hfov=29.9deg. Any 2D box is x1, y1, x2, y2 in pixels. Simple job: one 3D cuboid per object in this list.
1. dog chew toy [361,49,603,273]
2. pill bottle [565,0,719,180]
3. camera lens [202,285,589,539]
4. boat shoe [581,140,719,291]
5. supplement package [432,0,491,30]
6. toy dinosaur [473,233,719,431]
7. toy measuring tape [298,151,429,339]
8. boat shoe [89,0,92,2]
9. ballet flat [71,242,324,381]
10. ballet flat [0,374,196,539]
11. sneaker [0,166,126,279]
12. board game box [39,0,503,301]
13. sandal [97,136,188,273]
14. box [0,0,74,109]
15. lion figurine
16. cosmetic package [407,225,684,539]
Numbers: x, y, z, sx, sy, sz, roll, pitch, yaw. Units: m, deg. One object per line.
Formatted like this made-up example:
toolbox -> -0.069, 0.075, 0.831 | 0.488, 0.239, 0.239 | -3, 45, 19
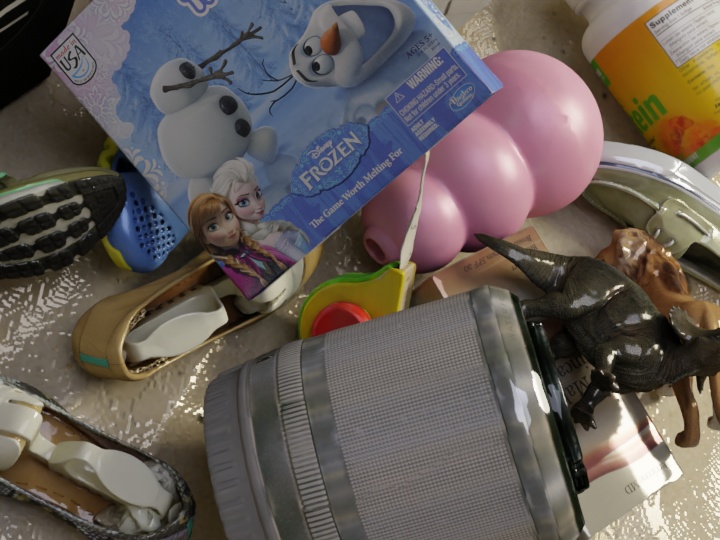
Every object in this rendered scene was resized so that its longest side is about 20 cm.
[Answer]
dog chew toy -> 0.081, -0.070, 0.968 | 0.200, 0.125, 0.125 | -39, 87, -23
pill bottle -> 0.249, -0.174, 1.087 | 0.111, 0.111, 0.200 | -31, 82, -31
camera lens -> 0.025, 0.106, 0.796 | 0.199, 0.160, 0.160 | -17, 72, 6
boat shoe -> 0.246, -0.038, 1.051 | 0.199, 0.072, 0.062 | 23, 66, -14
supplement package -> 0.013, -0.277, 0.979 | 0.152, 0.151, 0.200 | -20, 76, -56
toy dinosaur -> 0.158, 0.036, 0.881 | 0.102, 0.077, 0.200 | -34, 52, -29
toy measuring tape -> 0.000, 0.000, 0.894 | 0.073, 0.074, 0.201 | 5, 102, -22
boat shoe -> -0.156, -0.188, 0.944 | 0.069, 0.074, 0.201 | 17, 62, -1
ballet flat -> -0.089, 0.020, 0.877 | 0.200, 0.063, 0.069 | -31, 117, -28
ballet flat -> -0.183, 0.106, 0.798 | 0.200, 0.072, 0.072 | 30, 59, -9
sneaker -> -0.243, -0.041, 0.816 | 0.199, 0.077, 0.089 | -15, 57, -9
board game box -> -0.055, -0.119, 0.803 | 0.199, 0.200, 0.043 | 49, 19, -1
sandal -> -0.107, -0.084, 0.894 | 0.087, 0.080, 0.200 | 8, 59, 28
box -> -0.262, -0.172, 0.807 | 0.124, 0.200, 0.149 | 46, 58, 2
lion figurine -> 0.224, 0.043, 0.956 | 0.072, 0.200, 0.123 | -1, 102, -19
cosmetic package -> 0.116, 0.085, 0.928 | 0.103, 0.087, 0.200 | -27, 80, -31
